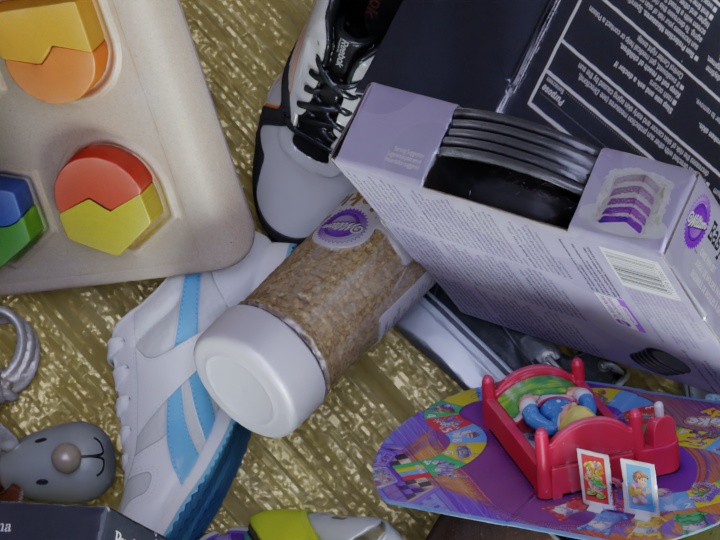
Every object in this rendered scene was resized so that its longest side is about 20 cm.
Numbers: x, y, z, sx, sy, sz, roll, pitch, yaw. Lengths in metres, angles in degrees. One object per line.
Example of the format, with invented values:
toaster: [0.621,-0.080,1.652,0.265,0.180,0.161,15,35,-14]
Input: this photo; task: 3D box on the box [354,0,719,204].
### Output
box: [0.134,-0.119,1.525,0.200,0.123,0.199,37,74,-37]

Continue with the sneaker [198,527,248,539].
sneaker: [-0.049,0.232,1.550,0.080,0.083,0.201,-9,81,-1]

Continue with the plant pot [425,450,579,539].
plant pot: [0.071,0.223,1.515,0.187,0.187,0.200,41,97,5]

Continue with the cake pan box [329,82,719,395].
cake pan box: [0.100,-0.012,1.452,0.184,0.200,0.052,15,73,30]

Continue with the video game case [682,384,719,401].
video game case: [0.268,0.025,1.608,0.199,0.023,0.182,-7,82,-1]

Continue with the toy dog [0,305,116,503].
toy dog: [-0.237,0.106,1.562,0.200,0.096,0.132,-30,83,-3]

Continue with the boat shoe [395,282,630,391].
boat shoe: [0.109,0.064,1.577,0.200,0.072,0.071,41,89,8]

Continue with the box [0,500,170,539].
box: [-0.132,0.222,1.436,0.104,0.200,0.183,0,72,25]

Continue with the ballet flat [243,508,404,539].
ballet flat: [0.000,0.159,1.473,0.067,0.200,0.067,-44,117,3]

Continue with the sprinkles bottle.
sprinkles bottle: [0.000,0.000,1.552,0.068,0.068,0.200,42,59,5]

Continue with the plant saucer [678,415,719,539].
plant saucer: [0.247,0.126,1.476,0.199,0.049,0.200,-7,38,-15]

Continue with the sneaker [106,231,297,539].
sneaker: [-0.099,0.069,1.582,0.081,0.077,0.200,18,75,8]

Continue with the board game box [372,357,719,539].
board game box: [0.105,0.074,1.456,0.200,0.158,0.039,9,116,29]

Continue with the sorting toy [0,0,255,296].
sorting toy: [-0.172,-0.071,1.542,0.200,0.036,0.186,-9,113,22]

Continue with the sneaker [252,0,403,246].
sneaker: [-0.014,-0.101,1.573,0.074,0.080,0.200,23,110,7]
